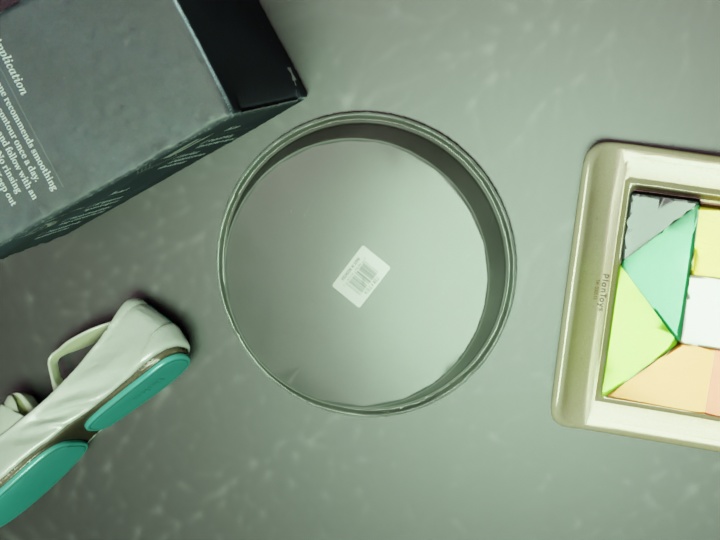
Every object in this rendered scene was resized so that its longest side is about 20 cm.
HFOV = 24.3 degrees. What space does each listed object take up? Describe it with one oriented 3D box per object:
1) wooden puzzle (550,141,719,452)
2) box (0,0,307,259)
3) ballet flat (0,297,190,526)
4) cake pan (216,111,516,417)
[{"bbox_3d":[0.227,0.023,1.043,0.198,0.037,0.187,8,100,8],"label":"wooden puzzle"},{"bbox_3d":[-0.159,-0.102,1.005,0.199,0.197,0.118,-27,93,12],"label":"box"},{"bbox_3d":[-0.200,0.093,1.119,0.200,0.069,0.070,-41,91,9],"label":"ballet flat"},{"bbox_3d":[0.000,0.000,1.077,0.199,0.037,0.202,1,99,9],"label":"cake pan"}]
